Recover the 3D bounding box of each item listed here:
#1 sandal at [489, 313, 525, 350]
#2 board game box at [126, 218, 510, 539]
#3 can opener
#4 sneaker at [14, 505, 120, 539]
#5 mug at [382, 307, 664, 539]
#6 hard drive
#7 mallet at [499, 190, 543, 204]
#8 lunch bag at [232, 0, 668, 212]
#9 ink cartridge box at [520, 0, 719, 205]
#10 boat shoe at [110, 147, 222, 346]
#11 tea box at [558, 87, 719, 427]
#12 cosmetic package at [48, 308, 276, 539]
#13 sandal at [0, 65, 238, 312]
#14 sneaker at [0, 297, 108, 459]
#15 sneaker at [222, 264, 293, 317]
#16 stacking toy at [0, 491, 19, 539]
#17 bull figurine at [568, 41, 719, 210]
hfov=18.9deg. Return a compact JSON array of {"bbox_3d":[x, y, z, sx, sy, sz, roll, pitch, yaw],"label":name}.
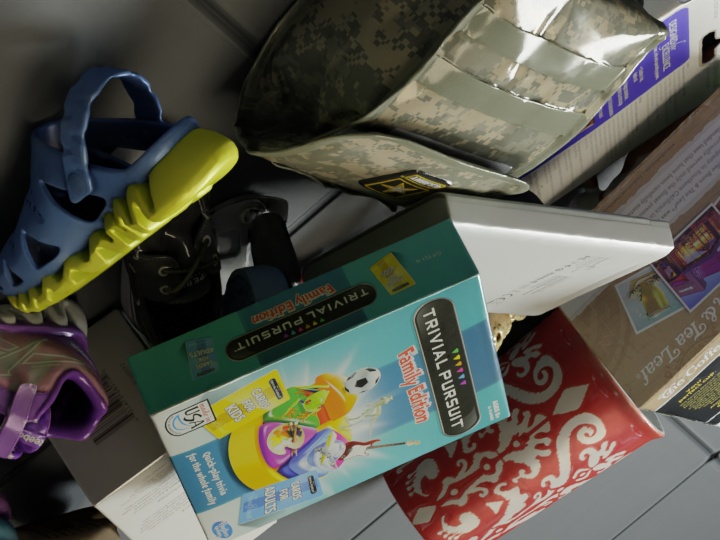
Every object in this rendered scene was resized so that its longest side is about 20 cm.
[{"bbox_3d":[0.062,0.048,1.483,0.211,0.070,0.078,-24,135,-13],"label":"sandal"},{"bbox_3d":[-0.019,0.069,1.256,0.199,0.047,0.151,-23,143,-5],"label":"board game box"},{"bbox_3d":[-0.070,0.035,1.375,0.053,0.067,0.201,-10,135,-15],"label":"can opener"},{"bbox_3d":[-0.188,0.200,1.421,0.070,0.076,0.200,-12,180,-8],"label":"sneaker"},{"bbox_3d":[0.133,0.142,1.752,0.200,0.134,0.177,-38,153,8],"label":"mug"},{"bbox_3d":[0.081,-0.007,1.340,0.199,0.026,0.132,5,156,-42],"label":"hard drive"},{"bbox_3d":[0.035,0.002,1.421,0.199,0.041,0.066,-22,156,-2],"label":"mallet"},{"bbox_3d":[0.044,-0.112,1.228,0.164,0.118,0.200,16,125,-48],"label":"lunch bag"},{"bbox_3d":[0.159,-0.118,1.417,0.200,0.043,0.198,-32,162,-2],"label":"ink cartridge box"},{"bbox_3d":[-0.111,-0.005,1.272,0.070,0.066,0.200,-26,152,-21],"label":"boat shoe"},{"bbox_3d":[0.262,-0.007,1.509,0.200,0.134,0.197,-44,155,15],"label":"tea box"},{"bbox_3d":[-0.136,0.120,1.402,0.085,0.108,0.200,-36,156,-3],"label":"cosmetic package"},{"bbox_3d":[-0.145,-0.046,1.157,0.200,0.087,0.079,-36,-175,44],"label":"sandal"},{"bbox_3d":[-0.220,0.067,1.231,0.200,0.089,0.081,-2,139,-48],"label":"sneaker"},{"bbox_3d":[-0.040,0.059,1.330,0.078,0.070,0.200,-13,146,-12],"label":"sneaker"},{"bbox_3d":[-0.224,0.215,1.336,0.085,0.200,0.086,-27,152,-16],"label":"stacking toy"},{"bbox_3d":[0.237,-0.088,1.575,0.121,0.065,0.200,-5,142,-54],"label":"bull figurine"}]
